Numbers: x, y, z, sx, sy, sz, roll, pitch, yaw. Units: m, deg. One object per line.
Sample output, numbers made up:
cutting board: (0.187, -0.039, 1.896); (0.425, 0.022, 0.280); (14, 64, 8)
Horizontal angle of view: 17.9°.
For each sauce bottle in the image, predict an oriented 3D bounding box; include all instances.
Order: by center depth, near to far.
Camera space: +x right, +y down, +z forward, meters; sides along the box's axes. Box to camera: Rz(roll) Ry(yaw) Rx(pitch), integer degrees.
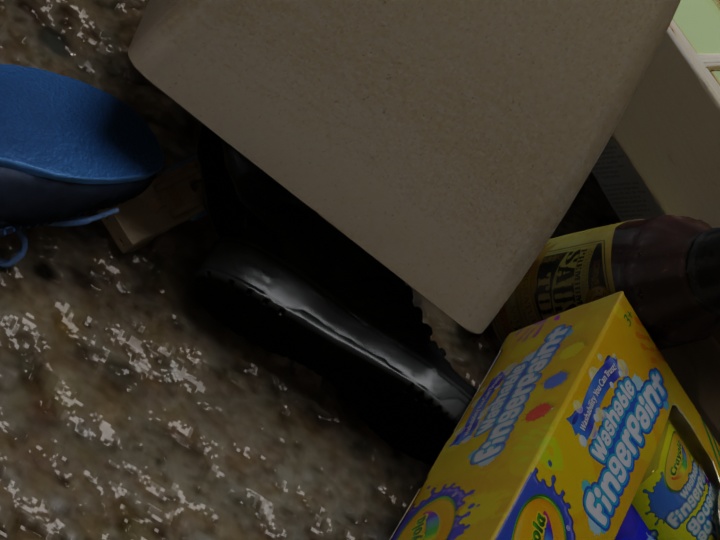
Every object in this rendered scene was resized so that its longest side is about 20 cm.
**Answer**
sauce bottle: (0.131, 0.006, 1.073); (0.066, 0.200, 0.066); (6, 78, -29)

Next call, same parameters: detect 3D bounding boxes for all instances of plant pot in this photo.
plant pot: (0.037, -0.131, 1.032); (0.200, 0.177, 0.200); (38, 21, -15)

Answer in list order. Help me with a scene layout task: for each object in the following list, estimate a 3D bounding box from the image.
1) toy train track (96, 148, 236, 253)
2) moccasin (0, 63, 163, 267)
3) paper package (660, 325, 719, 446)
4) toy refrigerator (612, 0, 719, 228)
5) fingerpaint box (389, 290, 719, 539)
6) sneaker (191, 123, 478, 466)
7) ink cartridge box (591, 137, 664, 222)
toy train track: (-0.053, -0.052, 1.111); (0.200, 0.033, 0.115); (-30, 85, -43)
moccasin: (-0.179, -0.045, 0.975); (0.199, 0.068, 0.081); (0, 47, -40)
paper package: (0.247, 0.070, 1.175); (0.200, 0.103, 0.191); (-14, 65, -49)
toy refrigerator: (0.180, -0.067, 1.108); (0.076, 0.070, 0.200); (-7, 56, -41)
fingerpaint box: (0.102, 0.135, 0.994); (0.167, 0.073, 0.200); (56, 37, -16)
sneaker: (-0.001, 0.001, 1.060); (0.199, 0.060, 0.104); (34, 58, -10)
ink cartridge box: (0.179, -0.126, 1.250); (0.197, 0.043, 0.200); (-52, 123, -32)
